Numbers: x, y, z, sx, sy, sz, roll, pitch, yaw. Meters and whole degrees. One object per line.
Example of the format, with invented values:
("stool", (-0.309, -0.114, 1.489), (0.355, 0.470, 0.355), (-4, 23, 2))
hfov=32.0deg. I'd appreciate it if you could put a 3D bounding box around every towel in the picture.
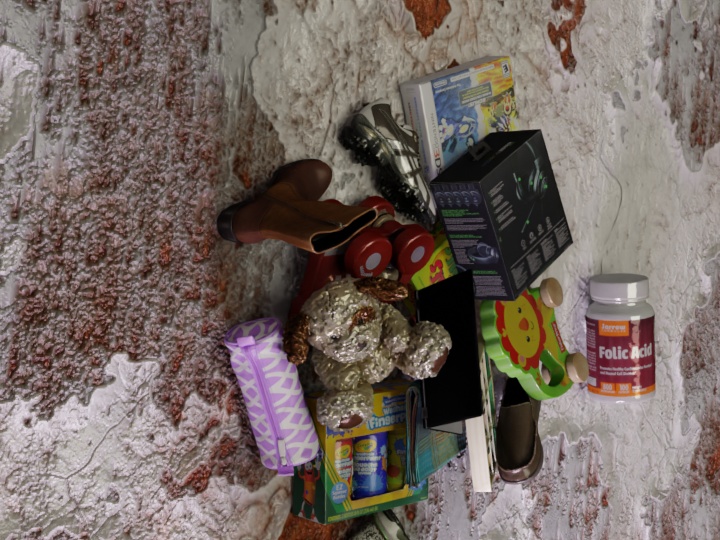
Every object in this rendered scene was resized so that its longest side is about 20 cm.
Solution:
("towel", (0.110, 0.209, 1.764), (0.200, 0.022, 0.147), (-18, 109, -63))

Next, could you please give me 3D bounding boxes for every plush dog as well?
("plush dog", (-0.008, 0.077, 1.585), (0.200, 0.161, 0.172), (-33, 136, -2))

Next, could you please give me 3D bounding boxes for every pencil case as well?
("pencil case", (-0.114, 0.160, 1.596), (0.086, 0.084, 0.201), (-54, 130, -65))

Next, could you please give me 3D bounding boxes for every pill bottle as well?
("pill bottle", (0.430, 0.111, 2.071), (0.114, 0.114, 0.201), (-11, 102, -41))

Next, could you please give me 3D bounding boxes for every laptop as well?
("laptop", (0.139, 0.114, 1.671), (0.200, 0.115, 0.188), (23, 62, -61))

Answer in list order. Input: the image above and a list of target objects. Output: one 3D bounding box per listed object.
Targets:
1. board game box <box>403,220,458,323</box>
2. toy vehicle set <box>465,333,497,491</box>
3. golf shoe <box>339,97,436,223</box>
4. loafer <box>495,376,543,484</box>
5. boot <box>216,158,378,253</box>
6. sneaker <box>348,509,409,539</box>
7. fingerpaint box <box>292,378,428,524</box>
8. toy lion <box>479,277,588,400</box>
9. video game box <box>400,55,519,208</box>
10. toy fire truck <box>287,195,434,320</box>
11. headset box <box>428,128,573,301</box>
("board game box", (0.137, -0.017, 1.833), (0.200, 0.047, 0.102), (-47, 124, -29))
("toy vehicle set", (0.178, 0.209, 1.855), (0.124, 0.026, 0.201), (-63, 147, -64))
("golf shoe", (0.060, -0.150, 1.729), (0.095, 0.078, 0.200), (-55, 128, -24))
("loafer", (0.232, 0.234, 1.894), (0.201, 0.073, 0.071), (-84, 153, -47))
("boot", (-0.054, -0.085, 1.547), (0.188, 0.200, 0.069), (-26, 112, -37))
("sneaker", (0.041, 0.423, 1.799), (0.088, 0.077, 0.200), (-29, 119, -3))
("fingerpaint box", (0.005, 0.244, 1.724), (0.199, 0.073, 0.168), (-3, 96, -43))
("toy lion", (0.253, 0.105, 1.898), (0.191, 0.068, 0.201), (-27, 98, -51))
("video game box", (0.153, -0.204, 1.830), (0.200, 0.047, 0.183), (-24, 113, -38))
("toy fire truck", (0.000, 0.000, 1.686), (0.199, 0.112, 0.169), (-7, 125, -43))
("headset box", (0.201, -0.086, 1.780), (0.174, 0.092, 0.201), (-41, 120, -40))
